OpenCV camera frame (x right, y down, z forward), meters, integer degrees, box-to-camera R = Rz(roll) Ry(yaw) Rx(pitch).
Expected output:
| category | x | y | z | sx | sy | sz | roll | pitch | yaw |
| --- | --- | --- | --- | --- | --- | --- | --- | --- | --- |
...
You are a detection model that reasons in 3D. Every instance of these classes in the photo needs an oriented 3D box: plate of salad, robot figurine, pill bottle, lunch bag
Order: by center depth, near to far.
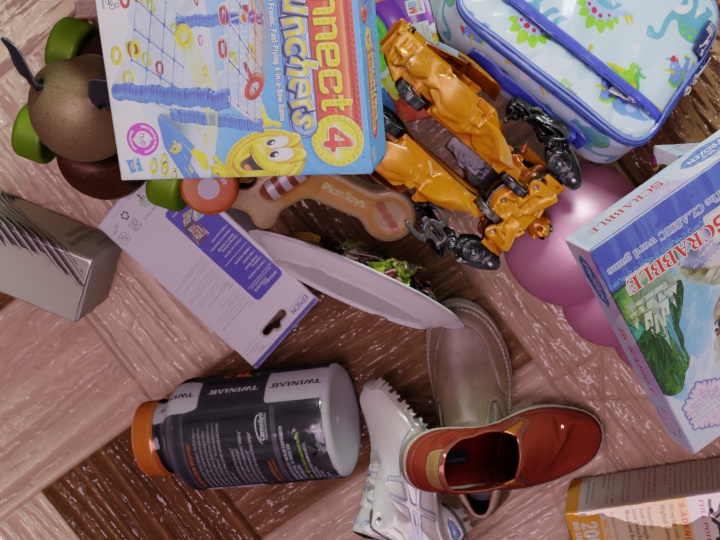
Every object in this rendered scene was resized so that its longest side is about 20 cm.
| category | x | y | z | sx | sy | sz | roll | pitch | yaw |
| --- | --- | --- | --- | --- | --- | --- | --- | --- | --- |
| robot figurine | 0.074 | -0.094 | 1.113 | 0.200 | 0.058 | 0.145 | 40 | 108 | -15 |
| lunch bag | 0.170 | -0.192 | 1.126 | 0.200 | 0.082 | 0.161 | 39 | 72 | -4 |
| plate of salad | 0.000 | 0.000 | 1.218 | 0.200 | 0.200 | 0.048 | 23 | 82 | 6 |
| pill bottle | -0.108 | 0.146 | 1.320 | 0.199 | 0.106 | 0.107 | -7 | 104 | 17 |

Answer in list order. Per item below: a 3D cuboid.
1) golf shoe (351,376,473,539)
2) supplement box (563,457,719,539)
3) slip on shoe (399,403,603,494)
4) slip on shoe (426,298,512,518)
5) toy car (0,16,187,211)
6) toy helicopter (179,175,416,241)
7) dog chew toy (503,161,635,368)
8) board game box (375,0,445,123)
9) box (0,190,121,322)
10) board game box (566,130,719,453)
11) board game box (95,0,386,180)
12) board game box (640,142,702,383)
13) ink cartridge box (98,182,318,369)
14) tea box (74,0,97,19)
| category | x | y | z | sx | sy | sz | roll | pitch | yaw |
| --- | --- | --- | --- | --- | --- | --- | --- | --- | --- |
| golf shoe | 0.030 | 0.198 | 1.293 | 0.097 | 0.078 | 0.201 | -23 | 86 | -14 |
| supplement box | 0.293 | 0.241 | 1.271 | 0.199 | 0.074 | 0.126 | -12 | 104 | 16 |
| slip on shoe | 0.132 | 0.160 | 1.246 | 0.199 | 0.061 | 0.074 | -4 | 96 | -28 |
| slip on shoe | 0.098 | 0.126 | 1.290 | 0.076 | 0.061 | 0.201 | -2 | 106 | 14 |
| toy car | -0.220 | -0.150 | 1.194 | 0.164 | 0.200 | 0.158 | 19 | 84 | 11 |
| toy helicopter | -0.042 | -0.087 | 1.157 | 0.199 | 0.079 | 0.133 | 24 | 106 | -10 |
| dog chew toy | 0.210 | 0.006 | 1.201 | 0.124 | 0.125 | 0.200 | -37 | 103 | 20 |
| board game box | -0.018 | -0.169 | 1.207 | 0.199 | 0.105 | 0.103 | -12 | 103 | 16 |
| box | -0.331 | -0.026 | 1.339 | 0.199 | 0.082 | 0.069 | 21 | 109 | 5 |
| board game box | 0.283 | 0.004 | 1.089 | 0.200 | 0.041 | 0.200 | -35 | 114 | -6 |
| board game box | -0.088 | -0.169 | 1.044 | 0.195 | 0.056 | 0.201 | -1 | 110 | 13 |
| board game box | 0.326 | -0.007 | 1.155 | 0.199 | 0.041 | 0.201 | -7 | 108 | -18 |
| ink cartridge box | -0.136 | -0.012 | 1.318 | 0.200 | 0.039 | 0.099 | 44 | 111 | 0 |
| tea box | -0.111 | -0.284 | 1.146 | 0.199 | 0.197 | 0.134 | -2 | 106 | 15 |
